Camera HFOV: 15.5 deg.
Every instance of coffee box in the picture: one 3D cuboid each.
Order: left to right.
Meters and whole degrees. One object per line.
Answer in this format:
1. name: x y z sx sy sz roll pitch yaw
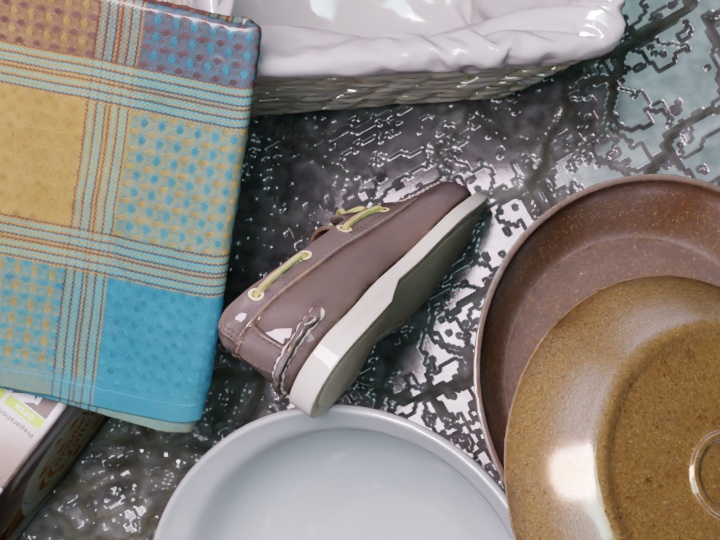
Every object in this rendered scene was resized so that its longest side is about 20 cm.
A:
1. coffee box: -0.197 0.094 1.289 0.080 0.114 0.200 37 87 9

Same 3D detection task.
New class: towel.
1. towel: -0.126 -0.032 1.186 0.147 0.022 0.200 14 112 8

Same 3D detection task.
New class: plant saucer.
1. plant saucer: 0.143 0.055 1.276 0.200 0.037 0.200 3 79 -18
2. plant saucer: 0.160 0.096 1.218 0.200 0.035 0.200 7 74 -27

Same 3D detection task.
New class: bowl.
1. bowl: 0.006 0.154 1.262 0.201 0.090 0.201 3 100 20

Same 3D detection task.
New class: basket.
1. basket: 0.001 -0.176 1.259 0.198 0.161 0.200 -5 82 -13

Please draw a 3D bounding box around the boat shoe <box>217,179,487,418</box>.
1. boat shoe: 0.000 0.000 1.252 0.060 0.200 0.072 32 125 10
